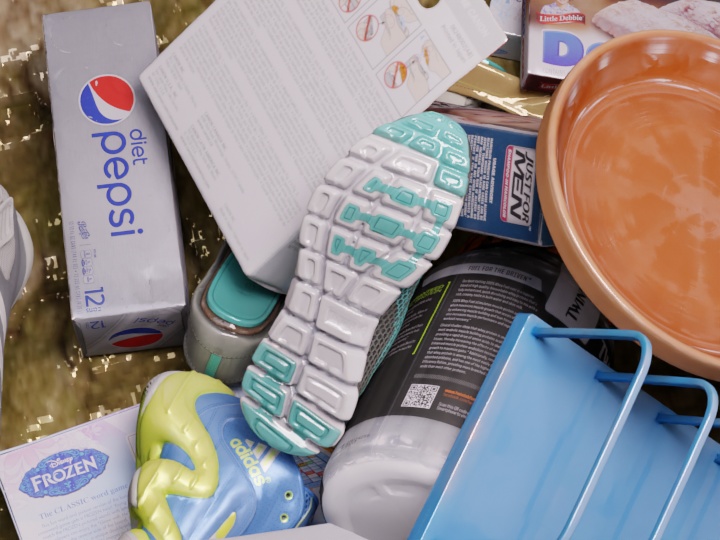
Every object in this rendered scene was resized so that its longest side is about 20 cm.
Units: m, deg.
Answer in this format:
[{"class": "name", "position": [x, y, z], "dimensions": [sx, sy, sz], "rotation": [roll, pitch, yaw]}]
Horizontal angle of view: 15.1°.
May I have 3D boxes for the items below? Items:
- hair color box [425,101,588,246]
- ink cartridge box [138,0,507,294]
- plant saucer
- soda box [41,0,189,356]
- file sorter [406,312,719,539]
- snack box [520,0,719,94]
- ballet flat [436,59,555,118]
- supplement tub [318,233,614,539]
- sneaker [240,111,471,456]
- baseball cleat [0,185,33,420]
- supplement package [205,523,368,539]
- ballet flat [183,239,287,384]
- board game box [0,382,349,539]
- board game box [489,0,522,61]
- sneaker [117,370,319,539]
[{"class": "hair color box", "position": [0.065, -0.057, 1.509], "dimensions": [0.100, 0.200, 0.061], "rotation": [-2, 101, -42]}, {"class": "ink cartridge box", "position": [-0.015, -0.110, 1.507], "dimensions": [0.200, 0.047, 0.160], "rotation": [-41, 56, 18]}, {"class": "plant saucer", "position": [0.178, -0.032, 1.408], "dimensions": [0.200, 0.032, 0.201], "rotation": [13, 58, -23]}, {"class": "soda box", "position": [-0.143, -0.054, 1.596], "dimensions": [0.068, 0.063, 0.200], "rotation": [-8, 68, -3]}, {"class": "file sorter", "position": [0.154, 0.132, 1.379], "dimensions": [0.200, 0.123, 0.139], "rotation": [34, 74, -27]}, {"class": "snack box", "position": [0.194, -0.130, 1.608], "dimensions": [0.200, 0.024, 0.072], "rotation": [7, 66, -8]}, {"class": "ballet flat", "position": [0.083, -0.093, 1.620], "dimensions": [0.200, 0.069, 0.063], "rotation": [22, 82, 9]}, {"class": "supplement tub", "position": [0.066, 0.073, 1.500], "dimensions": [0.122, 0.123, 0.200], "rotation": [22, 50, 7]}, {"class": "sneaker", "position": [0.000, 0.000, 1.463], "dimensions": [0.078, 0.091, 0.200], "rotation": [31, 105, 5]}, {"class": "baseball cleat", "position": [-0.233, 0.031, 1.523], "dimensions": [0.070, 0.107, 0.200], "rotation": [0, 53, 8]}, {"class": "supplement package", "position": [-0.044, 0.247, 1.363], "dimensions": [0.152, 0.151, 0.200], "rotation": [-5, 100, -28]}, {"class": "ballet flat", "position": [-0.051, -0.009, 1.576], "dimensions": [0.067, 0.064, 0.200], "rotation": [26, 45, 5]}, {"class": "board game box", "position": [-0.081, 0.163, 1.519], "dimensions": [0.200, 0.041, 0.200], "rotation": [-19, 69, -9]}, {"class": "board game box", "position": [0.185, -0.180, 1.673], "dimensions": [0.200, 0.034, 0.135], "rotation": [11, 68, 3]}, {"class": "sneaker", "position": [-0.078, 0.148, 1.462], "dimensions": [0.105, 0.076, 0.200], "rotation": [6, 67, 0]}]
